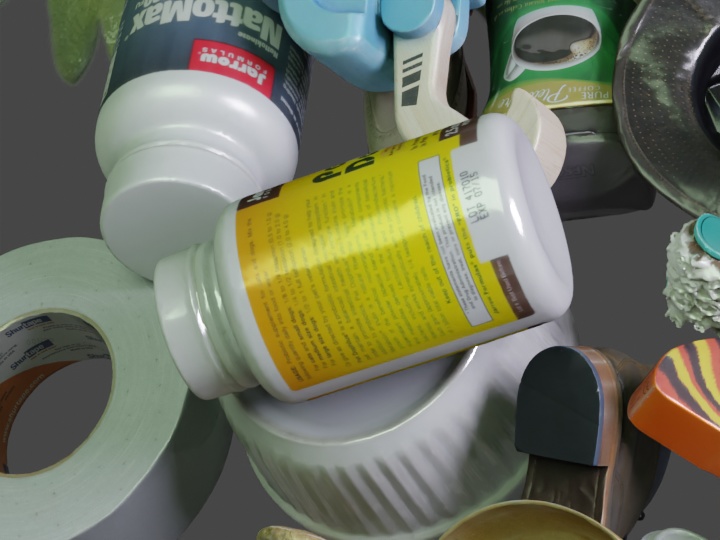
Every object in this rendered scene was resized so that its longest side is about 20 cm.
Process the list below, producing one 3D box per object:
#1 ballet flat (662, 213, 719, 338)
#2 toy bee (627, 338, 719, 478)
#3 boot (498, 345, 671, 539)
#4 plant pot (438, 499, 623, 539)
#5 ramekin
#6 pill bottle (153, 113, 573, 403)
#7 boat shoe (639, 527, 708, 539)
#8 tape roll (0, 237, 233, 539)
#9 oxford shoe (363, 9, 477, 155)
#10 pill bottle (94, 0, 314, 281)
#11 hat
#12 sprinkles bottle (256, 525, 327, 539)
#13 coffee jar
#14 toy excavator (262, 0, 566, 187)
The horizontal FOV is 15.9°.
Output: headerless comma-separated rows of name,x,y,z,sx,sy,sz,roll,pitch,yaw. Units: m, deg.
ballet flat,0.247,0.032,1.325,0.199,0.072,0.072,23,72,6
toy bee,0.233,0.099,1.291,0.131,0.200,0.109,-24,16,51
boot,0.121,0.137,1.331,0.074,0.097,0.202,18,102,39
plant pot,0.095,0.213,1.271,0.199,0.027,0.202,3,95,45
ramekin,0.012,0.044,1.406,0.199,0.105,0.202,-11,59,19
pill bottle,0.000,0.000,1.305,0.199,0.109,0.110,-18,57,13
boat shoe,0.188,0.167,1.243,0.073,0.066,0.200,-5,25,-21
tape roll,-0.175,0.083,1.492,0.199,0.066,0.202,-11,59,18
oxford shoe,0.027,-0.133,1.515,0.070,0.074,0.201,-8,60,19
pill bottle,-0.090,-0.095,1.495,0.119,0.120,0.201,-10,46,19
hat,0.237,-0.090,1.396,0.199,0.081,0.202,-3,73,8
sprinkles bottle,-0.057,0.238,1.352,0.068,0.068,0.201,11,68,28
coffee jar,0.118,-0.123,1.462,0.103,0.085,0.201,-6,60,14
toy excavator,0.025,-0.129,1.418,0.193,0.100,0.202,-4,73,29
